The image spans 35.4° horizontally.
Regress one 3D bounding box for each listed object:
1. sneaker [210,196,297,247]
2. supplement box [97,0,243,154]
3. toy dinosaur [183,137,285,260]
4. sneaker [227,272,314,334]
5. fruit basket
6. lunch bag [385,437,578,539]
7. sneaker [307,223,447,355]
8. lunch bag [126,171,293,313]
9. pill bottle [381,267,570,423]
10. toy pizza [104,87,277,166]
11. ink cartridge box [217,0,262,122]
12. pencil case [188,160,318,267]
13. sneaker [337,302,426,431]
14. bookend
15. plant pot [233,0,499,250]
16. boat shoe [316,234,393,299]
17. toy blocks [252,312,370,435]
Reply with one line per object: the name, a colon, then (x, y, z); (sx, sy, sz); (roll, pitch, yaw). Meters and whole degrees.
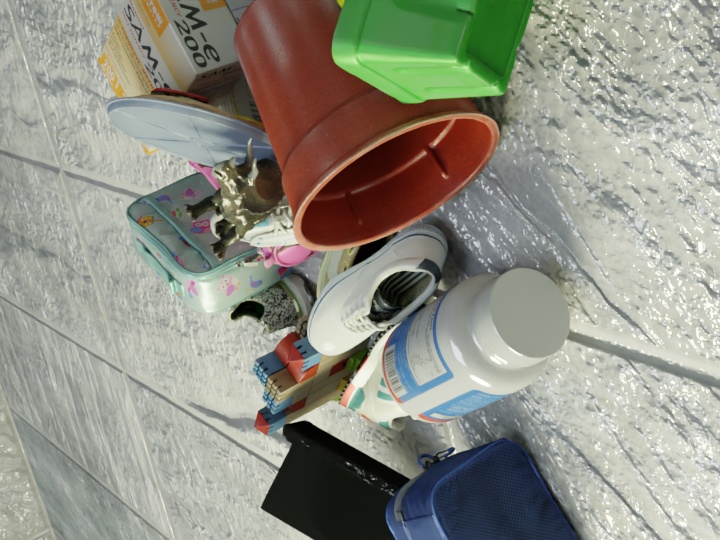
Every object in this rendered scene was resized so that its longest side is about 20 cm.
sneaker: (-0.073, -0.052, 1.145); (0.199, 0.086, 0.075); (-8, 98, 41)
supplement box: (-0.199, -0.223, 1.185); (0.127, 0.073, 0.200); (61, 149, 5)
toy dinosaur: (-0.104, -0.071, 1.079); (0.077, 0.102, 0.200); (59, -167, -3)
sneaker: (-0.140, 0.028, 1.430); (0.200, 0.088, 0.077); (24, 131, 50)
fruit basket: (0.034, -0.236, 0.854); (0.214, 0.155, 0.217); (-5, 80, 29)
lunch bag: (0.119, 0.273, 1.157); (0.201, 0.135, 0.132); (61, 149, 7)
sneaker: (0.009, 0.031, 1.138); (0.073, 0.071, 0.200); (35, 125, -15)
lunch bag: (-0.187, -0.038, 1.385); (0.200, 0.160, 0.077); (38, 141, 40)
pill bottle: (0.107, 0.069, 1.050); (0.113, 0.112, 0.200); (61, 150, 5)
toy pizza: (-0.152, -0.140, 1.115); (0.200, 0.199, 0.032); (0, 74, 57)
ink cartridge box: (-0.102, -0.209, 1.201); (0.200, 0.084, 0.145); (18, 126, 50)
pencil case: (-0.123, -0.095, 1.303); (0.200, 0.094, 0.091); (49, 173, 28)
sneaker: (0.050, 0.108, 1.232); (0.093, 0.070, 0.200); (33, 137, 2)
bookend: (-0.034, 0.309, 1.297); (0.198, 0.201, 0.092); (26, -179, 13)
plant pot: (-0.009, -0.154, 1.007); (0.196, 0.200, 0.201); (63, 151, 20)
boat shoe: (0.000, 0.000, 1.203); (0.066, 0.074, 0.201); (35, 138, 38)
toy blocks: (-0.066, 0.114, 1.330); (0.100, 0.136, 0.200); (51, 147, 23)
